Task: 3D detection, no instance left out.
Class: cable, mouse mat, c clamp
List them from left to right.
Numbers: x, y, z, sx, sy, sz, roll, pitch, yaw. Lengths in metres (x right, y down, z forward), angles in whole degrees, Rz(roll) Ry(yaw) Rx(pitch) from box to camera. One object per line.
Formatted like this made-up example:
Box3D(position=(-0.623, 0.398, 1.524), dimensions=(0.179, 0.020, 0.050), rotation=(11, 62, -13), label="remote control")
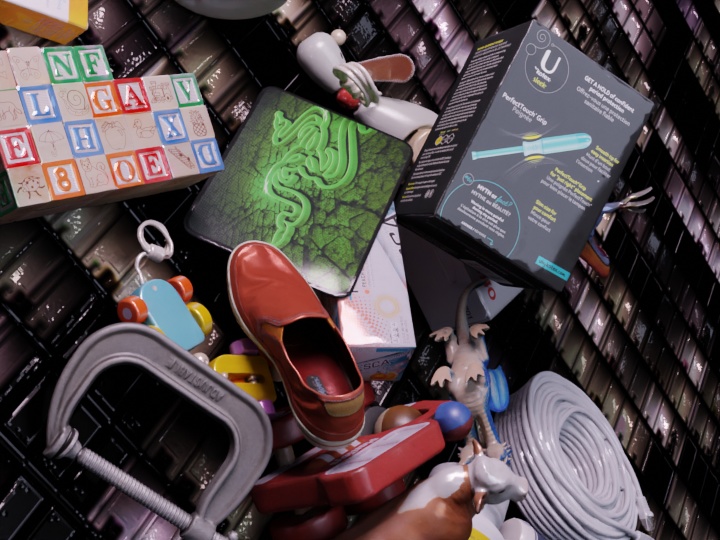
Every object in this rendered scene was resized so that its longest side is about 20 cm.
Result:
Box3D(position=(-0.155, 0.145, 0.792), dimensions=(0.200, 0.027, 0.171), rotation=(44, 81, -17), label="c clamp")
Box3D(position=(-0.051, -0.077, 0.963), dimensions=(0.160, 0.008, 0.201), rotation=(23, 53, 2), label="mouse mat")
Box3D(position=(0.226, 0.212, 1.159), dimensions=(0.199, 0.069, 0.201), rotation=(22, 45, -42), label="cable")

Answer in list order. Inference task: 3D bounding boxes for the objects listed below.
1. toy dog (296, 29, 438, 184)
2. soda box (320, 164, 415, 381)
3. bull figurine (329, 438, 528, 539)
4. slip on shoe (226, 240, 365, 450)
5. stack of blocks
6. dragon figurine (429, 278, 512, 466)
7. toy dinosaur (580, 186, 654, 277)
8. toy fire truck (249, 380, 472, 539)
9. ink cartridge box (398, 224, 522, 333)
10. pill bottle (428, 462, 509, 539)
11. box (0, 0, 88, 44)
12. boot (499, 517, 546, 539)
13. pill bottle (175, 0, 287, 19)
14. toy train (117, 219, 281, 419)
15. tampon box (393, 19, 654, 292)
Box3D(position=(0.036, -0.176, 1.079), dimensions=(0.096, 0.132, 0.200), rotation=(-48, 126, -12), label="toy dog")
Box3D(position=(0.000, 0.000, 0.966), dimensions=(0.068, 0.064, 0.201), rotation=(1, 57, -13), label="soda box")
Box3D(position=(0.045, 0.221, 0.862), dimensions=(0.199, 0.065, 0.122), rotation=(-26, 133, -8), label="bull figurine")
Box3D(position=(-0.049, 0.046, 0.839), dimensions=(0.074, 0.061, 0.200), rotation=(-11, 52, -25), label="slip on shoe")
Box3D(position=(-0.213, -0.112, 0.831), dimensions=(0.200, 0.058, 0.116), rotation=(-17, 90, -48), label="stack of blocks")
Box3D(position=(0.107, 0.104, 1.009), dimensions=(0.201, 0.059, 0.100), rotation=(-87, 160, -49), label="dragon figurine")
Box3D(position=(0.211, -0.054, 1.154), dimensions=(0.199, 0.105, 0.182), rotation=(-29, 111, -14), label="toy dinosaur")
Box3D(position=(0.006, 0.155, 0.895), dimensions=(0.200, 0.167, 0.113), rotation=(-19, 92, -48), label="toy fire truck")
Box3D(position=(0.127, -0.044, 1.150), dimensions=(0.200, 0.086, 0.147), rotation=(-36, 103, -45), label="ink cartridge box")
Box3D(position=(0.070, 0.280, 0.965), dimensions=(0.111, 0.111, 0.200), rotation=(48, 48, -25), label="pill bottle")
Box3D(position=(-0.301, -0.259, 0.801), dimensions=(0.199, 0.041, 0.120), rotation=(12, 69, -42), label="box")
Box3D(position=(0.138, 0.346, 1.008), dimensions=(0.090, 0.073, 0.200), rotation=(38, 72, -17), label="boot")
Box3D(position=(-0.118, -0.345, 0.964), dimensions=(0.119, 0.119, 0.201), rotation=(15, 66, -43), label="pill bottle")
Box3D(position=(-0.122, 0.051, 0.884), dimensions=(0.200, 0.056, 0.151), rotation=(33, 40, -30), label="toy train")
Box3D(position=(0.148, -0.103, 0.996), dimensions=(0.149, 0.126, 0.201), rotation=(30, 83, -17), label="tampon box")
